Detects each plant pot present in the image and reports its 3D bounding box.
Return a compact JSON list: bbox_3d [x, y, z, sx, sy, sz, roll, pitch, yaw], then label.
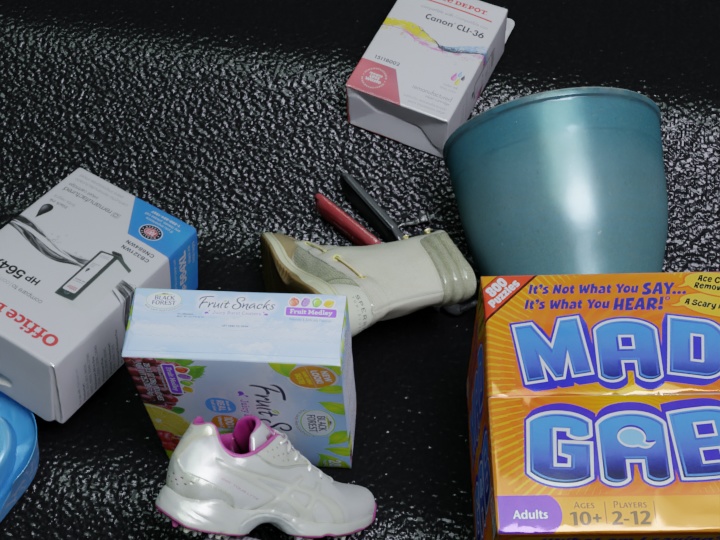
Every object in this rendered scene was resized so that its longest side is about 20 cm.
[{"bbox_3d":[0.184,-0.032,1.008,0.198,0.200,0.190,-6,73,-2],"label":"plant pot"}]

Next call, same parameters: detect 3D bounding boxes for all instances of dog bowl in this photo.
[{"bbox_3d":[-0.354,0.192,0.966,0.111,0.050,0.200,27,64,17],"label":"dog bowl"}]

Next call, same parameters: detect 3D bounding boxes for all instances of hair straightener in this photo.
[{"bbox_3d":[0.050,-0.031,1.087,0.200,0.041,0.077,39,68,21],"label":"hair straightener"}]

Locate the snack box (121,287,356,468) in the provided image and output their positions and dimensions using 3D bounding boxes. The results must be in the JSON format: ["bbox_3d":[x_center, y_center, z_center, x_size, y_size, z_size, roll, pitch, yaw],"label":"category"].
[{"bbox_3d":[-0.090,0.092,0.928,0.167,0.200,0.068,3,60,3],"label":"snack box"}]

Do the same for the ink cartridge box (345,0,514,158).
[{"bbox_3d":[0.078,-0.228,1.187,0.116,0.068,0.201,21,63,14],"label":"ink cartridge box"}]

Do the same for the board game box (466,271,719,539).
[{"bbox_3d":[0.191,0.137,0.890,0.198,0.200,0.201,-1,61,1],"label":"board game box"}]

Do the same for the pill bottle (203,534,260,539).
[{"bbox_3d":[-0.033,0.276,0.867,0.198,0.114,0.114,11,60,9],"label":"pill bottle"}]

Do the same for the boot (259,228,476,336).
[{"bbox_3d":[0.000,0.000,1.030,0.154,0.073,0.200,-16,23,-19],"label":"boot"}]

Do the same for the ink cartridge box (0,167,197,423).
[{"bbox_3d":[-0.261,0.017,1.020,0.145,0.085,0.200,27,48,15],"label":"ink cartridge box"}]

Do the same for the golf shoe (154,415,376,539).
[{"bbox_3d":[-0.063,0.166,0.903,0.075,0.199,0.092,10,89,52],"label":"golf shoe"}]
